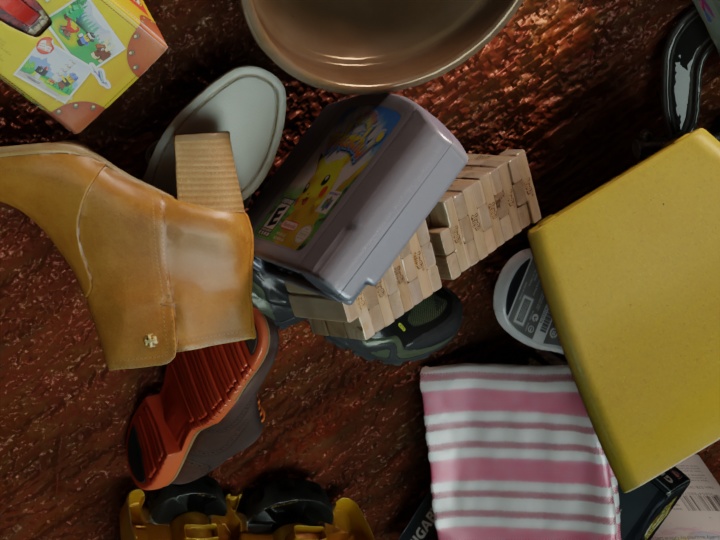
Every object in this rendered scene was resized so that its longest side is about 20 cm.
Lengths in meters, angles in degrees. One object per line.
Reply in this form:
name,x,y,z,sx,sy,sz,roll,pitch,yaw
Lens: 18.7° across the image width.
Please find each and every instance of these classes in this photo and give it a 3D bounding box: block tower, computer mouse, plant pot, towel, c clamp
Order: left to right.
plant pot,0.007,-0.214,1.333,0.200,0.093,0.202,-13,130,-16
block tower,0.037,-0.019,1.469,0.200,0.058,0.054,-32,116,-38
towel,0.120,0.168,1.628,0.146,0.030,0.201,-2,99,21
computer mouse,0.167,0.036,1.640,0.200,0.044,0.110,27,85,-33
plant pot,0.214,0.014,1.486,0.200,0.200,0.177,-32,89,4
c clamp,0.284,-0.119,1.573,0.199,0.027,0.172,-12,112,-13

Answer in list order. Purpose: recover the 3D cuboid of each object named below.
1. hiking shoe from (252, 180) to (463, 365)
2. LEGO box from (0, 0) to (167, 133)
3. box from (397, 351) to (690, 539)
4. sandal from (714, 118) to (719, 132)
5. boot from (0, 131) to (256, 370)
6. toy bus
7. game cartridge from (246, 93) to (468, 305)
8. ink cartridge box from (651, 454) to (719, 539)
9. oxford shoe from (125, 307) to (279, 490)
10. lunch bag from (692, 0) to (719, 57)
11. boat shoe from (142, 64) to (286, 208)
hiking shoe,0.000,0.000,1.514,0.199,0.076,0.101,13,123,-33
LEGO box,-0.216,-0.188,1.205,0.077,0.149,0.200,-42,133,11
box,0.135,0.189,1.678,0.046,0.159,0.200,-16,142,-59
sandal,0.297,-0.040,1.657,0.076,0.043,0.201,-13,120,-17
boot,-0.166,-0.009,1.361,0.200,0.071,0.145,-3,94,2
toy bus,-0.106,0.257,1.649,0.199,0.136,0.192,8,138,-28
game cartridge,-0.009,-0.050,1.364,0.040,0.200,0.133,43,80,-21
ink cartridge box,0.235,0.265,1.758,0.145,0.200,0.145,4,124,-28
oxford shoe,-0.096,0.085,1.524,0.072,0.071,0.200,-2,150,-33
lunch bag,0.334,-0.202,1.480,0.200,0.122,0.171,-34,119,-7
boat shoe,-0.109,-0.050,1.423,0.075,0.062,0.201,22,108,-10
